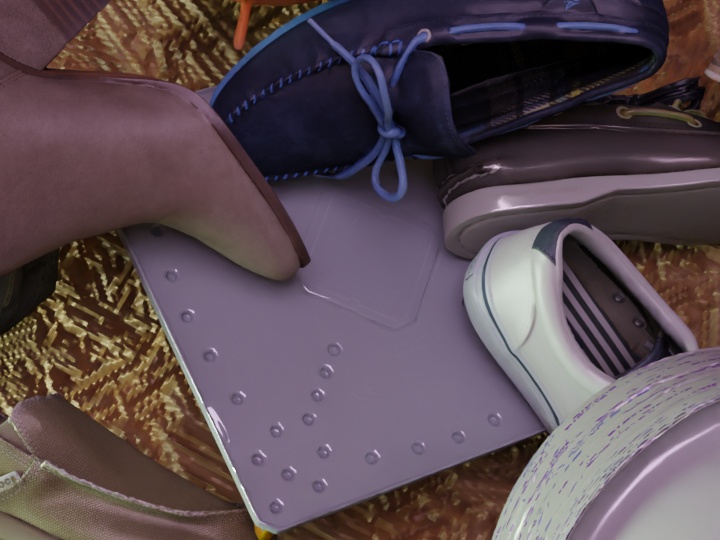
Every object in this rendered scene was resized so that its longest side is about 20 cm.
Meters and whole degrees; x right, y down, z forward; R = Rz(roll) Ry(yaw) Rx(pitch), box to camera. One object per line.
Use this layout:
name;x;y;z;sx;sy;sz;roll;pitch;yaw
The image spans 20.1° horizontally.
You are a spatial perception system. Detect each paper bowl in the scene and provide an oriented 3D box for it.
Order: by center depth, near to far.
paper bowl;0.156;0.137;0.789;0.200;0.104;0.201;-4;102;-17

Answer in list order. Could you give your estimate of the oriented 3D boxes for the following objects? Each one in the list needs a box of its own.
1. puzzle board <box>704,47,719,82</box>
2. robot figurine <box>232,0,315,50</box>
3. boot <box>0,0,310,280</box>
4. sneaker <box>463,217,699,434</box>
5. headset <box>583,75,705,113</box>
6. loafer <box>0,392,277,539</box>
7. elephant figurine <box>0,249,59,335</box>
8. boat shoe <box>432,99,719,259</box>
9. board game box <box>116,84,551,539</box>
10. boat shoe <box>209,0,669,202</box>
puzzle board;0.253;-0.058;0.902;0.200;0.151;0.017;27;111;9
robot figurine;-0.038;-0.197;0.843;0.143;0.117;0.200;-9;71;-1
boot;-0.131;-0.033;0.811;0.146;0.070;0.200;-44;103;-19
sneaker;0.121;0.064;0.853;0.200;0.071;0.073;49;63;-7
headset;0.104;-0.165;0.943;0.094;0.123;0.201;-4;99;25
loafer;-0.128;0.087;0.863;0.199;0.076;0.068;11;90;4
elephant figurine;-0.240;-0.029;0.894;0.199;0.155;0.142;4;98;9
boat shoe;0.129;-0.047;0.910;0.201;0.072;0.060;-4;65;-16
board game box;0.000;0.000;0.897;0.200;0.026;0.200;-18;69;-27
boat shoe;0.030;-0.083;0.845;0.200;0.084;0.069;-23;43;9
